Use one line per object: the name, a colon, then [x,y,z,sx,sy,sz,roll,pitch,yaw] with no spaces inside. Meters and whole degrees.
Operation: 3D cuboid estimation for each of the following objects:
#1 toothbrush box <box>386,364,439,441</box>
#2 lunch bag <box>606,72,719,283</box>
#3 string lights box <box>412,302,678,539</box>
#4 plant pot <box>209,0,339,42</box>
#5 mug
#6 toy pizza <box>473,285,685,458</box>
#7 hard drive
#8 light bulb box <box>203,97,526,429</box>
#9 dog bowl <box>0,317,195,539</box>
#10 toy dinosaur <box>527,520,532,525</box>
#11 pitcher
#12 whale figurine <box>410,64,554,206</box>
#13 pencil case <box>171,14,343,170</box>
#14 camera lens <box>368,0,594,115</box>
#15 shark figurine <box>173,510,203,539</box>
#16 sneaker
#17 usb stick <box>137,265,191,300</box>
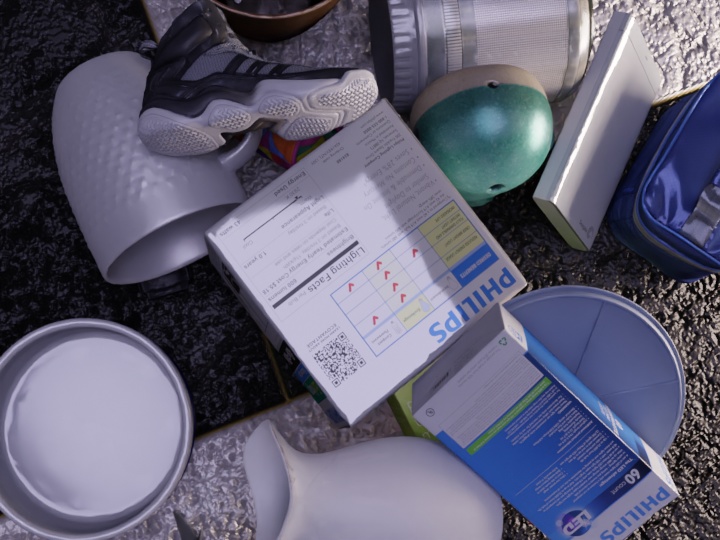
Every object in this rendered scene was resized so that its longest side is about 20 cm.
toothbrush box: [0.083,0.074,0.973,0.144,0.086,0.202,-26,86,-8]
lunch bag: [0.356,-0.096,0.992,0.135,0.132,0.201,32,83,-2]
string lights box: [0.145,0.134,0.792,0.200,0.059,0.103,43,106,-12]
plant pot: [-0.086,-0.294,0.935,0.184,0.200,0.190,0,84,-5]
mug: [-0.178,-0.113,0.896,0.199,0.147,0.177,-30,79,12]
toy pizza: [0.169,0.105,0.829,0.197,0.032,0.203,1,110,3]
hard drive: [0.240,-0.135,0.993,0.026,0.132,0.202,20,81,34]
light bulb box: [0.000,0.000,0.868,0.197,0.125,0.201,-37,86,-10]
dog bowl: [-0.255,0.148,0.936,0.197,0.079,0.203,1,84,-5]
toy dinosaur: [0.178,0.150,0.922,0.199,0.105,0.183,32,111,0]
pitcher: [0.008,0.213,0.778,0.198,0.121,0.174,12,68,-22]
whale figurine: [0.110,-0.102,0.933,0.157,0.201,0.105,-7,63,-9]
pencil case: [-0.105,-0.169,0.949,0.199,0.088,0.089,36,82,23]
camera lens: [0.116,-0.237,0.969,0.197,0.160,0.162,-8,85,-6]
shark figurine: [-0.233,0.314,0.919,0.212,0.090,0.130,-16,87,-5]
sneaker: [-0.089,-0.167,0.816,0.197,0.076,0.115,-10,72,-1]
usb stick: [-0.217,-0.073,0.986,0.055,0.033,0.202,-15,86,-14]
